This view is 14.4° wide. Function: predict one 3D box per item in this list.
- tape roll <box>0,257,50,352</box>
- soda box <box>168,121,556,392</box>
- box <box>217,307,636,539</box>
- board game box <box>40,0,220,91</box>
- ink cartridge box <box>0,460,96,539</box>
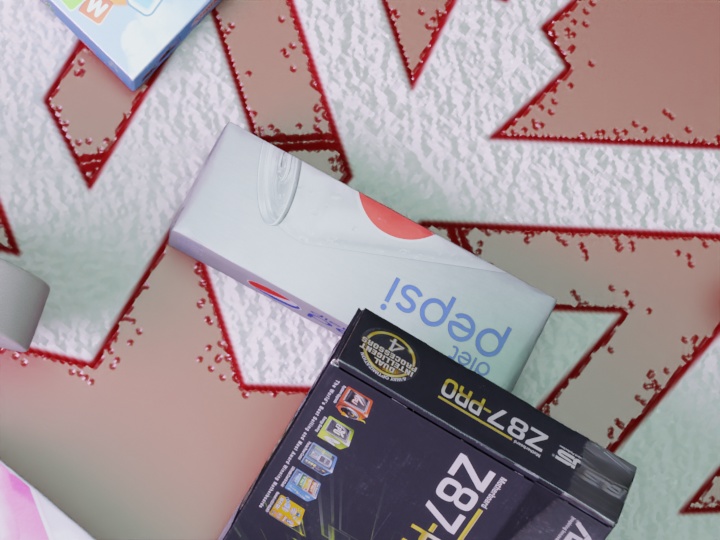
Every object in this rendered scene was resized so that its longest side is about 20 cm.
[{"bbox_3d":[-0.252,-0.011,1.421,0.202,0.203,0.037,21,82,-2],"label":"tape roll"},{"bbox_3d":[0.000,0.000,1.507,0.199,0.063,0.069,29,82,-1],"label":"soda box"},{"bbox_3d":[0.025,0.130,1.438,0.161,0.200,0.049,30,43,-3],"label":"box"},{"bbox_3d":[-0.108,-0.221,1.536,0.151,0.037,0.200,43,83,0],"label":"board game box"},{"bbox_3d":[-0.225,0.184,1.414,0.200,0.043,0.197,39,77,0],"label":"ink cartridge box"}]
